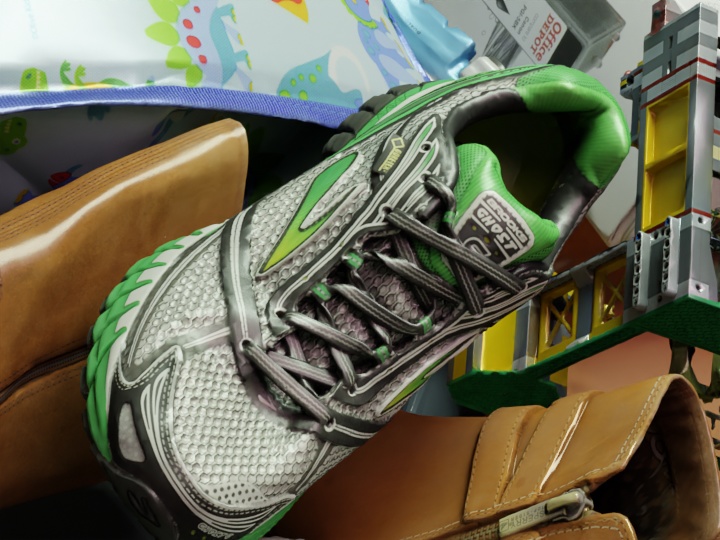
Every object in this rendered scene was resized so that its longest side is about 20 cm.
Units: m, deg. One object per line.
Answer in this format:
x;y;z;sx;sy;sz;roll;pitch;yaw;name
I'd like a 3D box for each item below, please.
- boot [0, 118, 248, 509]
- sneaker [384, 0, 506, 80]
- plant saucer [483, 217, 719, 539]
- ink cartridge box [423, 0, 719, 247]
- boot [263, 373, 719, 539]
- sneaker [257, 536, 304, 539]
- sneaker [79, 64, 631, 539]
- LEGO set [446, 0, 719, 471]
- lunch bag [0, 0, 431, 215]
-0.102;-0.006;0.683;0.200;0.189;0.068;-19;30;-38;boot
-0.015;-0.071;0.912;0.087;0.075;0.200;-34;63;-14;sneaker
0.120;0.060;0.927;0.200;0.037;0.201;22;45;-23;plant saucer
0.104;-0.101;0.974;0.147;0.083;0.200;3;43;-48;ink cartridge box
0.028;0.059;0.757;0.077;0.155;0.200;32;41;-32;boot
-0.015;0.110;0.664;0.088;0.199;0.076;-3;90;-61;sneaker
0.000;0.000;0.712;0.078;0.085;0.200;52;53;-13;sneaker
0.129;-0.008;0.848;0.199;0.154;0.116;14;65;-19;LEGO set
-0.083;-0.087;0.824;0.199;0.128;0.170;-9;61;-31;lunch bag
